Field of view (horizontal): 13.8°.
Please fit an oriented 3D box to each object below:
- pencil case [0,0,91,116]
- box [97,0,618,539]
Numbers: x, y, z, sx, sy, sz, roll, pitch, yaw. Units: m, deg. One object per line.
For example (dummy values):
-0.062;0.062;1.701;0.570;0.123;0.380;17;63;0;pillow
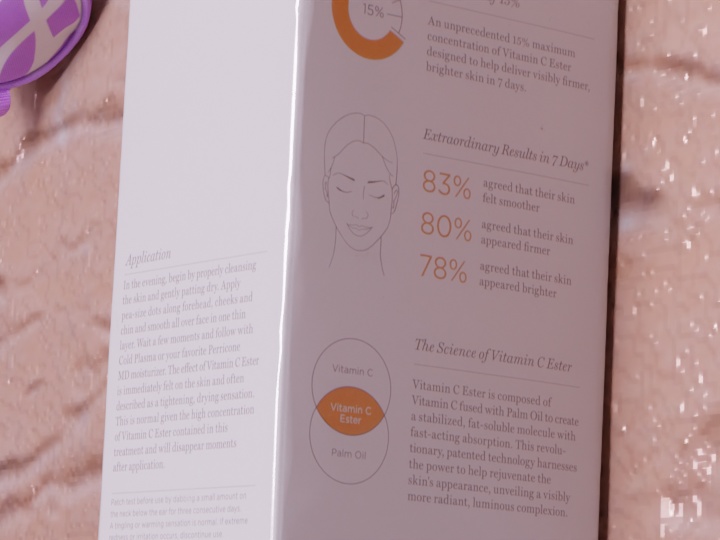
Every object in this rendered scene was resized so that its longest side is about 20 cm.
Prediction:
-0.172;-0.154;1.219;0.086;0.084;0.200;101;152;-45;pencil case
0.000;0.000;0.914;0.097;0.124;0.200;-8;76;53;box
